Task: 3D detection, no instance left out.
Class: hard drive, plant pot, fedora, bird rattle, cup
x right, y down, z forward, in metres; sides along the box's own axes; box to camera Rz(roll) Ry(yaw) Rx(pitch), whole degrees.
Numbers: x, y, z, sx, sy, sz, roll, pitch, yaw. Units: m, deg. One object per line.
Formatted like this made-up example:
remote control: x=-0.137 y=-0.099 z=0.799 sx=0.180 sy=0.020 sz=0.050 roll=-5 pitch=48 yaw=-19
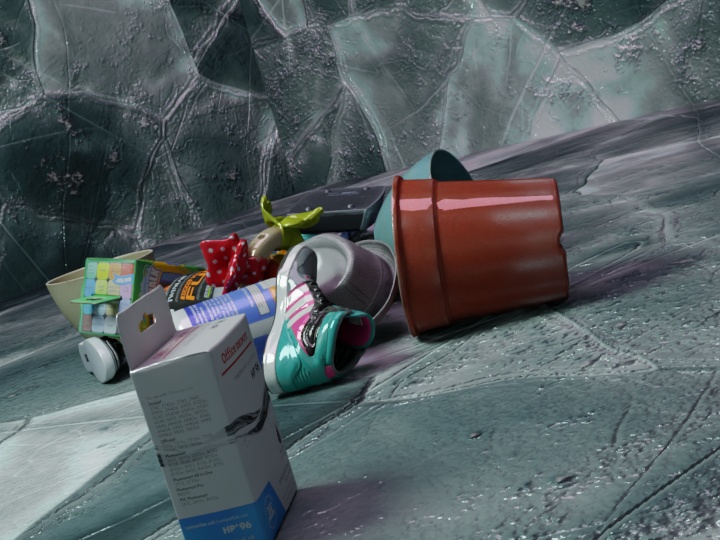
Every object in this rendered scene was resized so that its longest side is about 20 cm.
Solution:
hard drive: x=-0.032 y=-0.095 z=1.563 sx=0.134 sy=0.043 sz=0.200 roll=-3 pitch=14 yaw=10
plant pot: x=0.150 y=-0.028 z=1.225 sx=0.194 sy=0.202 sz=0.201 roll=-6 pitch=11 yaw=9
fedora: x=-0.043 y=0.013 z=1.325 sx=0.177 sy=0.090 sz=0.200 roll=-50 pitch=33 yaw=-3
plant pot: x=0.099 y=-0.059 z=1.469 sx=0.134 sy=0.201 sz=0.200 roll=-24 pitch=5 yaw=26
bird rattle: x=-0.122 y=-0.006 z=1.389 sx=0.112 sy=0.164 sz=0.200 roll=4 pitch=41 yaw=33
cup: x=-0.456 y=0.060 z=1.837 sx=0.199 sy=0.144 sz=0.200 roll=-15 pitch=9 yaw=3

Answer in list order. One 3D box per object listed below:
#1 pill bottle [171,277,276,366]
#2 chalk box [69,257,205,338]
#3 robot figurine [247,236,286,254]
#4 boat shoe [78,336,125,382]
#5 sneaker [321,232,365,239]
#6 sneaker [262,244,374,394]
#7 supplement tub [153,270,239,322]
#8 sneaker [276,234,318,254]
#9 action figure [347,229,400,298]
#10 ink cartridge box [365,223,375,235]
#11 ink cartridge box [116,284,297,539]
pill bottle: x=-0.180 y=0.091 z=1.282 sx=0.199 sy=0.113 sz=0.112 roll=-19 pitch=10 yaw=-16
chalk box: x=-0.359 y=0.044 z=1.581 sx=0.124 sy=0.125 sz=0.200 roll=3 pitch=-4 yaw=34
robot figurine: x=-0.155 y=0.021 z=1.577 sx=0.199 sy=0.146 sz=0.058 roll=-21 pitch=8 yaw=27
boat shoe: x=-0.401 y=0.130 z=1.578 sx=0.056 sy=0.069 sz=0.200 roll=-20 pitch=8 yaw=-23
sneaker: x=-0.034 y=-0.011 z=1.735 sx=0.080 sy=0.115 sz=0.200 roll=8 pitch=55 yaw=46
sneaker: x=-0.041 y=0.051 z=1.189 sx=0.120 sy=0.084 sz=0.201 roll=-5 pitch=55 yaw=18
supplement tub: x=-0.212 y=0.058 z=1.497 sx=0.199 sy=0.123 sz=0.122 roll=-9 pitch=12 yaw=40
sneaker: x=-0.091 y=-0.023 z=1.658 sx=0.079 sy=0.201 sz=0.078 roll=13 pitch=-22 yaw=26
action figure: x=0.000 y=0.000 z=1.507 sx=0.102 sy=0.119 sz=0.200 roll=-23 pitch=5 yaw=-12
ink cartridge box: x=0.119 y=-0.075 z=1.643 sx=0.195 sy=0.044 sz=0.200 roll=-17 pitch=9 yaw=-9
ink cartridge box: x=-0.117 y=0.110 z=0.794 sx=0.067 sy=0.201 sz=0.116 roll=-14 pitch=10 yaw=10
